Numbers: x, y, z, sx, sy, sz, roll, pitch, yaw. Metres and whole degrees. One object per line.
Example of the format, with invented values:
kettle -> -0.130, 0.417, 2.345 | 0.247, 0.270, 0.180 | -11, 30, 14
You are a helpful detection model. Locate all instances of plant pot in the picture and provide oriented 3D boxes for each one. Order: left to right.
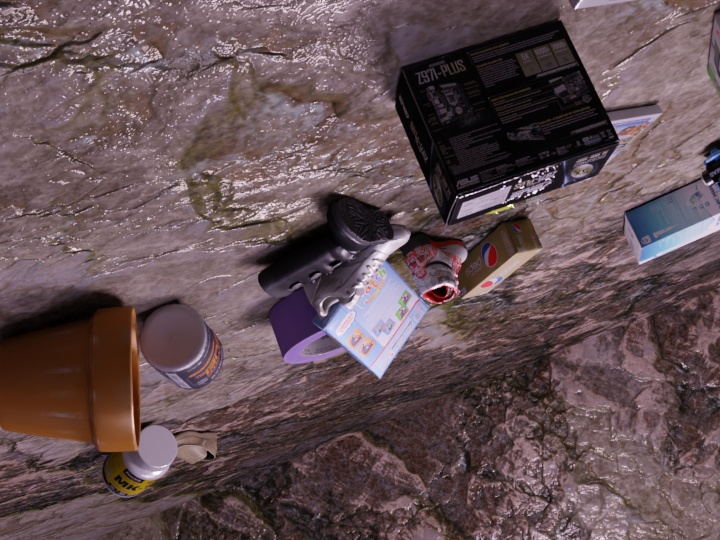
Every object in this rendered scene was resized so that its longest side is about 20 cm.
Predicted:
plant pot -> -0.405, 0.155, 1.376 | 0.181, 0.203, 0.200 | -2, 159, -10

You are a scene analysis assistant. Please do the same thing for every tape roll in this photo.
tape roll -> -0.057, 0.086, 1.741 | 0.198, 0.086, 0.200 | -20, 164, -6

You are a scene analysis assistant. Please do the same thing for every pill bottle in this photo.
pill bottle -> -0.485, 0.418, 2.174 | 0.113, 0.115, 0.200 | -8, 158, -39
pill bottle -> -0.275, 0.127, 1.562 | 0.105, 0.107, 0.200 | -20, 164, -4

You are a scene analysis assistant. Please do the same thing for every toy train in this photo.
toy train -> 0.712, -0.215, 1.781 | 0.199, 0.087, 0.114 | -36, 167, 33

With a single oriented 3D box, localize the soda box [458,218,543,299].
soda box -> 0.249, -0.020, 1.828 | 0.067, 0.065, 0.200 | -11, 160, -31

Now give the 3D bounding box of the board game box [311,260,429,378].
board game box -> 0.021, 0.072, 1.637 | 0.152, 0.036, 0.200 | -54, 140, -8

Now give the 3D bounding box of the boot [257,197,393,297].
boot -> -0.069, -0.028, 1.428 | 0.198, 0.066, 0.164 | -24, 162, 23

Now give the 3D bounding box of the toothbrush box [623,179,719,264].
toothbrush box -> 0.651, -0.103, 2.030 | 0.198, 0.086, 0.146 | -24, 162, 9

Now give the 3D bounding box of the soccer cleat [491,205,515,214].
soccer cleat -> 0.231, -0.149, 1.451 | 0.083, 0.065, 0.199 | 28, 140, -29

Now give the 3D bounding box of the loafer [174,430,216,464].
loafer -> -0.407, 0.429, 2.379 | 0.076, 0.068, 0.199 | -30, 161, 26

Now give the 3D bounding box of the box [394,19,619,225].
box -> 0.160, -0.165, 1.107 | 0.198, 0.165, 0.086 | -19, 163, -10

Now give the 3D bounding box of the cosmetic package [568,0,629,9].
cosmetic package -> 0.262, -0.329, 0.875 | 0.112, 0.082, 0.200 | -16, 161, -25

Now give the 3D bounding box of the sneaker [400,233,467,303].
sneaker -> 0.141, 0.004, 1.692 | 0.067, 0.109, 0.201 | -29, 162, 24

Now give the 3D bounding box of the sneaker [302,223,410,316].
sneaker -> 0.000, 0.000, 1.523 | 0.199, 0.100, 0.075 | -30, 159, 22

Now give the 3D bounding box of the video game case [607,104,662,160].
video game case -> 0.355, -0.188, 1.528 | 0.142, 0.018, 0.200 | -12, 161, -28

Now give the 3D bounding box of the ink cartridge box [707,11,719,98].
ink cartridge box -> 0.532, -0.258, 1.311 | 0.083, 0.147, 0.200 | -23, 163, 12
